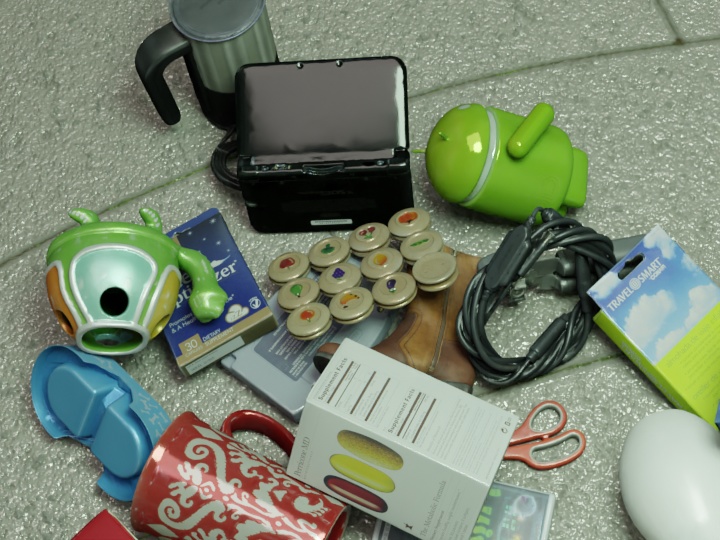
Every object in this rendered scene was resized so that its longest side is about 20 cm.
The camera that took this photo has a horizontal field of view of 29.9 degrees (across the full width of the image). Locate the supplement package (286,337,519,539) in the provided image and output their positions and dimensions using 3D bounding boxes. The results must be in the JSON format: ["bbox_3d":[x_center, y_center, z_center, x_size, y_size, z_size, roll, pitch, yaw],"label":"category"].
[{"bbox_3d":[0.041,0.177,1.359,0.198,0.115,0.110,23,39,10],"label":"supplement package"}]

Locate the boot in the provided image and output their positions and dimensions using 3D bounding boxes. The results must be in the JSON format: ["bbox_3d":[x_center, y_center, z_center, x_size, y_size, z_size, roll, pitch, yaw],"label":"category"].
[{"bbox_3d":[0.051,0.047,1.483,0.185,0.069,0.203,14,64,-7],"label":"boot"}]

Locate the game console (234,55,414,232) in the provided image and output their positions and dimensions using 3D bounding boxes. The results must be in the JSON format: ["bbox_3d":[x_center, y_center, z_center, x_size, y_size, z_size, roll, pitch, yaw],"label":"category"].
[{"bbox_3d":[-0.039,-0.141,1.558,0.197,0.177,0.118,-2,56,6],"label":"game console"}]

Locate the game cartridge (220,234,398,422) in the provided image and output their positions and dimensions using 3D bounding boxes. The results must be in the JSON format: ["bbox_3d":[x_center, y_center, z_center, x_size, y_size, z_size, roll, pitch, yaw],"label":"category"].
[{"bbox_3d":[-0.047,0.068,1.525,0.132,0.041,0.200,33,71,24],"label":"game cartridge"}]

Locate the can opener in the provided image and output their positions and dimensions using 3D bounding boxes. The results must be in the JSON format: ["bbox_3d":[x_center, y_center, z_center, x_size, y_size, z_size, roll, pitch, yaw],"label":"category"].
[{"bbox_3d":[0.230,-0.013,1.515,0.197,0.054,0.067,-11,48,-11],"label":"can opener"}]

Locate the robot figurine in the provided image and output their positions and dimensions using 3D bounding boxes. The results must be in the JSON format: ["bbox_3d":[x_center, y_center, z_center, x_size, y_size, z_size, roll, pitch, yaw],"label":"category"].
[{"bbox_3d":[0.161,-0.120,1.530,0.197,0.175,0.118,13,72,-19],"label":"robot figurine"}]

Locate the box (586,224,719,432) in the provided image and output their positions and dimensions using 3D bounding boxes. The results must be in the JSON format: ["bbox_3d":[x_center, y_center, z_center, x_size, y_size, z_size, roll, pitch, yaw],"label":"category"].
[{"bbox_3d":[0.346,0.065,1.451,0.122,0.048,0.200,-41,81,-14],"label":"box"}]

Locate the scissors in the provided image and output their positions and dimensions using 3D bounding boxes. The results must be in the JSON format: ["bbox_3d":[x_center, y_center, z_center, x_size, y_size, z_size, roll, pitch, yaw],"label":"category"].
[{"bbox_3d":[0.143,0.198,1.449,0.197,0.014,0.074,-19,64,-5],"label":"scissors"}]

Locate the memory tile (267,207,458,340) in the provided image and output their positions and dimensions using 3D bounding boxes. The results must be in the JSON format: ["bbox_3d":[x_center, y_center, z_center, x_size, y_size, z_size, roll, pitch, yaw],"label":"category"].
[{"bbox_3d":[0.000,0.000,1.490,0.197,0.017,0.154,-20,38,-3],"label":"memory tile"}]

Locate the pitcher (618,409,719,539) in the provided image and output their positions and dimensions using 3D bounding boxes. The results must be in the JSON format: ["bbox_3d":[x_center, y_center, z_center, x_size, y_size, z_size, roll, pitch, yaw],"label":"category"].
[{"bbox_3d":[0.321,0.257,1.344,0.119,0.173,0.201,7,39,-17],"label":"pitcher"}]

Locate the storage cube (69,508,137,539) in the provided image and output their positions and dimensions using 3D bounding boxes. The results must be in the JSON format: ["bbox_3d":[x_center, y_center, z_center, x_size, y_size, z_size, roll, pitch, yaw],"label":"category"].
[{"bbox_3d":[-0.241,0.374,1.313,0.180,0.172,0.200,-43,66,-16],"label":"storage cube"}]

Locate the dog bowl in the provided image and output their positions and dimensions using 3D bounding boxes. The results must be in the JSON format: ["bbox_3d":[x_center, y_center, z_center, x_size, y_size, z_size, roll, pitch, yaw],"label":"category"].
[{"bbox_3d":[-0.277,0.159,1.467,0.199,0.112,0.049,39,30,22],"label":"dog bowl"}]

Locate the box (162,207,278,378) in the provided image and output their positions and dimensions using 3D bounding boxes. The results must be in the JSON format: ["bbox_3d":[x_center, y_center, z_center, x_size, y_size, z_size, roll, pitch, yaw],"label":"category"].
[{"bbox_3d":[-0.186,0.014,1.549,0.120,0.033,0.201,-29,53,-3],"label":"box"}]

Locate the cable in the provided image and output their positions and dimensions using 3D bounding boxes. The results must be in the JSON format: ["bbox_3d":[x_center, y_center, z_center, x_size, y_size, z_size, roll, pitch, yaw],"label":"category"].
[{"bbox_3d":[0.191,0.036,1.460,0.202,0.162,0.051,-61,33,10],"label":"cable"}]

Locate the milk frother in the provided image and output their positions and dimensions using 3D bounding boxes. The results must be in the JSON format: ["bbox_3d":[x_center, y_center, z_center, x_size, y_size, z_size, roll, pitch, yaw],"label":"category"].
[{"bbox_3d":[-0.146,-0.221,1.597,0.199,0.189,0.181,38,73,22],"label":"milk frother"}]

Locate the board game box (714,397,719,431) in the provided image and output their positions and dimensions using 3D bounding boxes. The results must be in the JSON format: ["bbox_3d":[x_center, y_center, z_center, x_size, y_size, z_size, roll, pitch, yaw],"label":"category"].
[{"bbox_3d":[0.409,0.137,1.349,0.034,0.200,0.137,3,60,33],"label":"board game box"}]

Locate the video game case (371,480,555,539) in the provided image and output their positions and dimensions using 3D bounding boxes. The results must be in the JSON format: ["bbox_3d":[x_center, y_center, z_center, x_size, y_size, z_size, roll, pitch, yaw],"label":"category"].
[{"bbox_3d":[0.096,0.309,1.393,0.179,0.023,0.202,11,65,11],"label":"video game case"}]

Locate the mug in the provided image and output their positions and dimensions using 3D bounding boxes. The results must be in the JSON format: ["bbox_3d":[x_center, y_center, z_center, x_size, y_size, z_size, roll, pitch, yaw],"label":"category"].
[{"bbox_3d":[-0.111,0.230,1.398,0.198,0.134,0.179,23,70,13],"label":"mug"}]

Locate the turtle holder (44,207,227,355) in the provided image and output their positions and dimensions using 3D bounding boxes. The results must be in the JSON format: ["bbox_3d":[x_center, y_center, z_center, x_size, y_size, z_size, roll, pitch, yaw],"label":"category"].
[{"bbox_3d":[-0.254,0.024,1.477,0.184,0.141,0.133,18,50,-33],"label":"turtle holder"}]
